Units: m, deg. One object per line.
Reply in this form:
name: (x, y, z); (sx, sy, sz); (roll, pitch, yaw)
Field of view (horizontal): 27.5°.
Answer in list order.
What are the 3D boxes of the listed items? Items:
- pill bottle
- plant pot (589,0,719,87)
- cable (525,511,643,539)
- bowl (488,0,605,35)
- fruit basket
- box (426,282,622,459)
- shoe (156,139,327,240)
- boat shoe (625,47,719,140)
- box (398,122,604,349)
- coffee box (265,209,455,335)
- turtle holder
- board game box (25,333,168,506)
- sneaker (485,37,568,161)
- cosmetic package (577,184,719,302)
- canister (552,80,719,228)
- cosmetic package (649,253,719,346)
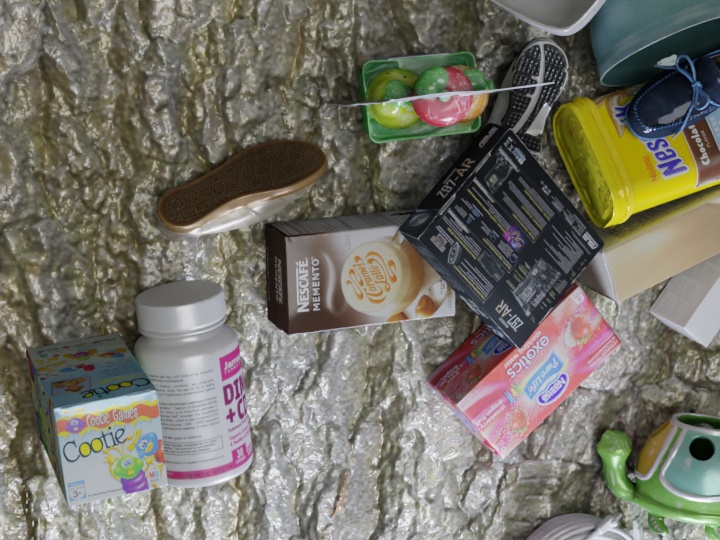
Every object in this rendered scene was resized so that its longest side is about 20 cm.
pill bottle: (-0.181, 0.120, 1.577); (0.113, 0.113, 0.201); (-11, 107, -17)
plant pot: (0.338, -0.306, 1.638); (0.199, 0.200, 0.135); (-17, 82, -16)
cable: (0.267, 0.403, 1.841); (0.199, 0.069, 0.201); (-19, 110, -14)
bowl: (0.207, -0.360, 1.584); (0.200, 0.200, 0.075); (-56, 157, 2)
fruit basket: (0.080, -0.191, 1.553); (0.184, 0.200, 0.094); (-8, 91, -18)
box: (0.191, 0.107, 1.723); (0.200, 0.095, 0.103); (-42, 114, -6)
shoe: (-0.128, -0.084, 1.585); (0.199, 0.070, 0.053); (-22, 153, -18)
boat shoe: (0.383, -0.216, 1.642); (0.199, 0.069, 0.084); (-34, 86, -15)
box: (0.159, -0.037, 1.625); (0.160, 0.043, 0.200); (-50, 121, -8)
coffee box: (0.000, 0.000, 1.633); (0.199, 0.080, 0.115); (-7, 105, -19)
turtle holder: (0.399, 0.244, 1.826); (0.141, 0.185, 0.133); (-11, 111, -51)
board game box: (-0.271, 0.147, 1.504); (0.104, 0.200, 0.104); (-10, 106, -17)
sneaker: (0.180, -0.171, 1.665); (0.073, 0.080, 0.201); (23, 113, -5)
cosmetic package: (0.355, -0.044, 1.743); (0.199, 0.105, 0.071); (-25, 111, -12)
canister: (0.342, -0.149, 1.697); (0.199, 0.087, 0.149); (-19, 75, -15)
cosmetic package: (0.444, -0.010, 1.797); (0.051, 0.083, 0.200); (36, 90, -27)
